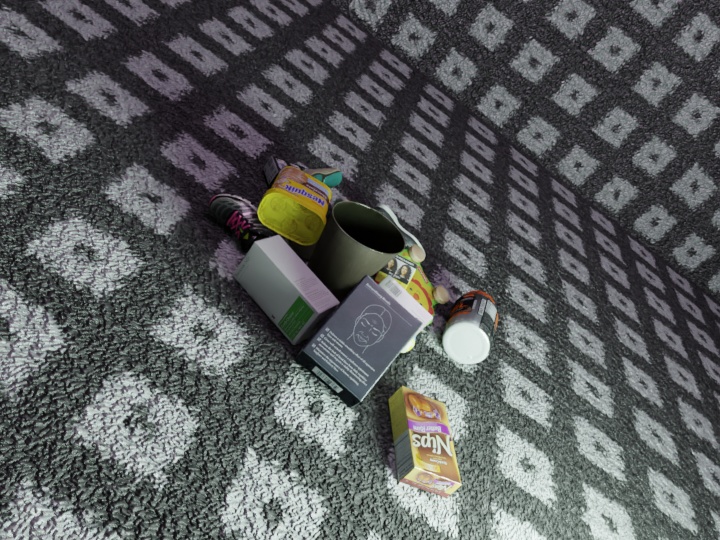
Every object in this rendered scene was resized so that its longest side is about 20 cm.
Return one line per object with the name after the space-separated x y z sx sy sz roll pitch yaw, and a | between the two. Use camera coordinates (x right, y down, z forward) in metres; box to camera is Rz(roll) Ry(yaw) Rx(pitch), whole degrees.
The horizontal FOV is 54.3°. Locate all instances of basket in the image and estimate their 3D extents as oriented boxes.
-0.033 -0.028 1.517 0.180 0.200 0.136 21 40 -25 | basket

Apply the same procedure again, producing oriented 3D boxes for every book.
0.036 0.122 1.462 0.134 0.048 0.200 45 73 9 | book

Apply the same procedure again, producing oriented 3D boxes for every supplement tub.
0.279 0.136 1.762 0.122 0.123 0.200 38 29 -2 | supplement tub

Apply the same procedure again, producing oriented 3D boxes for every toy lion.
0.124 0.045 1.747 0.191 0.069 0.201 -15 73 -53 | toy lion

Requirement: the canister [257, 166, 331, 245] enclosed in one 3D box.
-0.143 -0.152 1.590 0.148 0.087 0.200 28 24 -9 | canister

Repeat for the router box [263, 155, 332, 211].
-0.154 -0.193 1.790 0.149 0.051 0.201 15 38 -39 | router box

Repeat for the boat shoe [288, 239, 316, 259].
-0.144 -0.082 1.632 0.199 0.072 0.068 24 37 -22 | boat shoe

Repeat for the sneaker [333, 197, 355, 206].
0.012 -0.105 1.742 0.082 0.077 0.200 -6 57 -45 | sneaker

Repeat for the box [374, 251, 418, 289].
0.048 0.061 1.532 0.075 0.201 0.050 29 -13 7 | box

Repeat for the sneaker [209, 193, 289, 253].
-0.246 -0.090 1.526 0.200 0.074 0.088 38 23 -12 | sneaker

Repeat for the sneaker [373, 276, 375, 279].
0.025 -0.003 1.743 0.078 0.066 0.201 -2 49 0 | sneaker

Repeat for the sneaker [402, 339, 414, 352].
0.057 0.102 1.608 0.200 0.076 0.105 56 16 14 | sneaker

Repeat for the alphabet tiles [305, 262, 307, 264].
-0.051 0.060 1.604 0.199 0.015 0.196 15 39 -38 | alphabet tiles

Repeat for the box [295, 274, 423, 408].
-0.004 0.138 1.364 0.148 0.107 0.200 41 69 2 | box

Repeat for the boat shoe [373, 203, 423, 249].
0.096 -0.092 1.928 0.200 0.076 0.060 46 67 -8 | boat shoe

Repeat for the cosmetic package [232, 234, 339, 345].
-0.152 0.037 1.429 0.200 0.108 0.085 45 31 13 | cosmetic package

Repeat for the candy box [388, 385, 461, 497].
0.124 0.336 1.390 0.116 0.057 0.201 26 34 -24 | candy box

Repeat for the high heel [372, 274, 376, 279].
0.000 0.000 1.657 0.199 0.068 0.096 12 47 16 | high heel

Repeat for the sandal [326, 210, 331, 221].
-0.043 -0.096 1.664 0.075 0.048 0.201 -1 37 -31 | sandal

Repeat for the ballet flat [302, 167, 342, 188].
-0.117 -0.229 1.774 0.069 0.070 0.200 46 26 11 | ballet flat
